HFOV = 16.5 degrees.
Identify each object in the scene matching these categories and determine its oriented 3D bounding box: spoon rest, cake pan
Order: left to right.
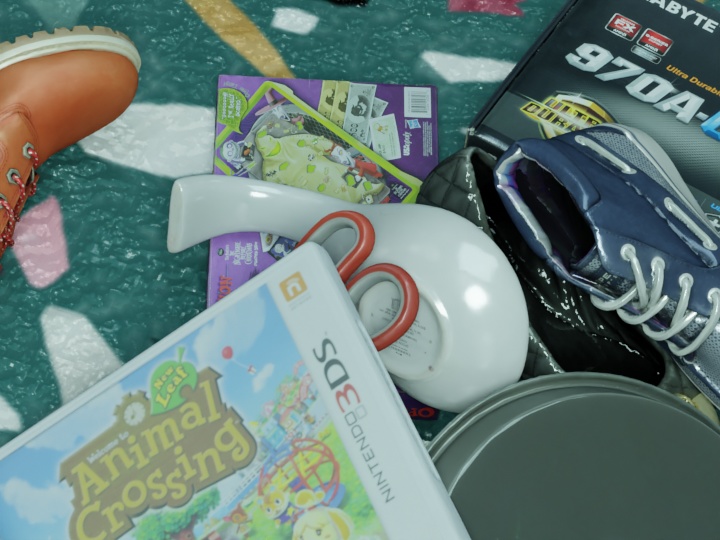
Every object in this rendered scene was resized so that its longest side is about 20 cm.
[{"bbox_3d":[0.000,0.000,1.198,0.199,0.100,0.061,25,32,28],"label":"spoon rest"},{"bbox_3d":[0.108,0.142,1.109,0.199,0.037,0.202,3,79,-13],"label":"cake pan"}]

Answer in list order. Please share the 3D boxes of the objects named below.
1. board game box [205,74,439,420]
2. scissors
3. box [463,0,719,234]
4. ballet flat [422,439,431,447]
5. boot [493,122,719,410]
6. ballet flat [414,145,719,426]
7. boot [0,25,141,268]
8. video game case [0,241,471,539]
[{"bbox_3d":[-0.019,-0.015,1.271,0.119,0.032,0.201,6,53,-6],"label":"board game box"},{"bbox_3d":[-0.044,0.066,1.155,0.073,0.014,0.201,38,97,29],"label":"scissors"},{"bbox_3d":[0.176,-0.064,1.319,0.199,0.046,0.159,29,56,15],"label":"box"},{"bbox_3d":[0.093,0.109,1.166,0.198,0.072,0.072,1,53,-5],"label":"ballet flat"},{"bbox_3d":[0.145,0.013,1.191,0.090,0.073,0.200,-11,54,-50],"label":"boot"},{"bbox_3d":[0.102,0.023,1.227,0.200,0.057,0.066,44,52,7],"label":"ballet flat"},{"bbox_3d":[-0.186,-0.046,1.253,0.199,0.075,0.107,-28,64,-15],"label":"boot"},{"bbox_3d":[-0.065,0.110,1.113,0.199,0.022,0.183,-34,58,10],"label":"video game case"}]
